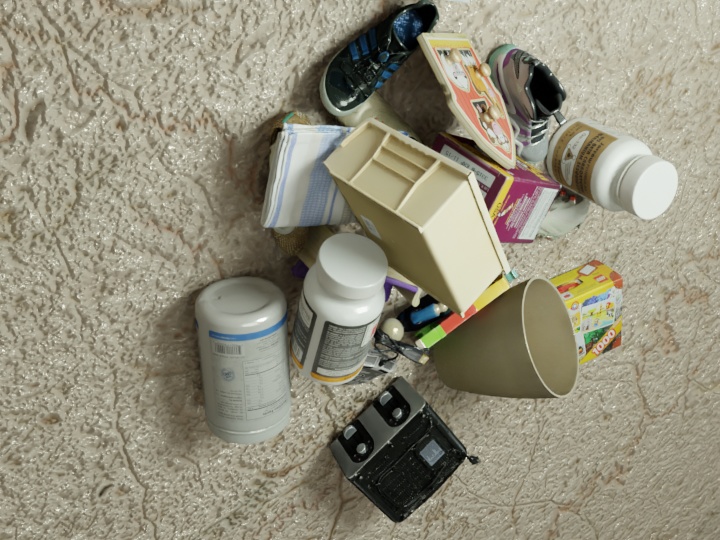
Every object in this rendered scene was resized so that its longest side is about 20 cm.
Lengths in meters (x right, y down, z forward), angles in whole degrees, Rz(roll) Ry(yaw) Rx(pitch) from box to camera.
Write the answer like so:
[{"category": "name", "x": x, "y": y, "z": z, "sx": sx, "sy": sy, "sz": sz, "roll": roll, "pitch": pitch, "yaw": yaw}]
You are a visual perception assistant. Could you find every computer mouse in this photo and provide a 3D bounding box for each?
[{"category": "computer mouse", "x": 0.015, "y": 0.133, "z": 1.307, "sx": 0.108, "sy": 0.199, "sz": 0.045, "roll": 17, "pitch": 63, "yaw": -31}]

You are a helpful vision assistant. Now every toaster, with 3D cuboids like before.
[{"category": "toaster", "x": 0.070, "y": 0.303, "z": 1.431, "sx": 0.181, "sy": 0.119, "sz": 0.201, "roll": -43, "pitch": 126, "yaw": -3}]

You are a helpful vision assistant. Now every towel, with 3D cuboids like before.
[{"category": "towel", "x": -0.033, "y": -0.122, "z": 1.128, "sx": 0.196, "sy": 0.024, "sz": 0.149, "roll": -4, "pitch": 126, "yaw": -33}]

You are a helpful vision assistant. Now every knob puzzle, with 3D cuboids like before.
[{"category": "knob puzzle", "x": 0.164, "y": -0.233, "z": 1.144, "sx": 0.030, "sy": 0.223, "sz": 0.219, "roll": -28, "pitch": 134, "yaw": 29}]

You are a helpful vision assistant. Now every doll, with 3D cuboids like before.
[{"category": "doll", "x": 0.108, "y": 0.058, "z": 1.338, "sx": 0.198, "sy": 0.136, "sz": 0.049, "roll": -33, "pitch": 91, "yaw": -27}]

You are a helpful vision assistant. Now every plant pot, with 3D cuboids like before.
[{"category": "plant pot", "x": 0.221, "y": 0.127, "z": 1.373, "sx": 0.197, "sy": 0.191, "sz": 0.187, "roll": -18, "pitch": 137, "yaw": 35}]

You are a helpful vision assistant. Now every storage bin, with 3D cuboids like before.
[{"category": "storage bin", "x": 0.070, "y": -0.068, "z": 1.088, "sx": 0.094, "sy": 0.198, "sz": 0.201, "roll": -46, "pitch": 141, "yaw": -10}]

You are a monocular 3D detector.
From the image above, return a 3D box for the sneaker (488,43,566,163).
[{"category": "sneaker", "x": 0.263, "y": -0.228, "z": 1.260, "sx": 0.077, "sy": 0.140, "sz": 0.202, "roll": -36, "pitch": 125, "yaw": -8}]

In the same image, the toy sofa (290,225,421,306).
[{"category": "toy sofa", "x": 0.000, "y": 0.000, "z": 1.264, "sx": 0.197, "sy": 0.083, "sz": 0.099, "roll": 18, "pitch": 104, "yaw": -34}]

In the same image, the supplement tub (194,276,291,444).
[{"category": "supplement tub", "x": -0.164, "y": 0.125, "z": 1.205, "sx": 0.129, "sy": 0.132, "sz": 0.204, "roll": -12, "pitch": 120, "yaw": -23}]

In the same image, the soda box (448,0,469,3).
[{"category": "soda box", "x": 0.051, "y": -0.394, "z": 1.104, "sx": 0.196, "sy": 0.068, "sz": 0.065, "roll": -4, "pitch": 116, "yaw": -28}]

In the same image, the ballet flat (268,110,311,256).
[{"category": "ballet flat", "x": -0.105, "y": -0.112, "z": 1.155, "sx": 0.065, "sy": 0.069, "sz": 0.205, "roll": -33, "pitch": 129, "yaw": -59}]

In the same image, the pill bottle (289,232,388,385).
[{"category": "pill bottle", "x": -0.029, "y": 0.054, "z": 1.156, "sx": 0.114, "sy": 0.118, "sz": 0.202, "roll": -9, "pitch": 141, "yaw": -24}]

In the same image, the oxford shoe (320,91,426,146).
[{"category": "oxford shoe", "x": 0.031, "y": -0.200, "z": 1.185, "sx": 0.198, "sy": 0.075, "sz": 0.071, "roll": 27, "pitch": 102, "yaw": -35}]

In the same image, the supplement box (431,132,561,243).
[{"category": "supplement box", "x": 0.185, "y": -0.115, "z": 1.232, "sx": 0.198, "sy": 0.130, "sz": 0.105, "roll": -2, "pitch": 124, "yaw": -56}]

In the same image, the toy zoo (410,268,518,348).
[{"category": "toy zoo", "x": 0.167, "y": 0.060, "z": 1.354, "sx": 0.198, "sy": 0.131, "sz": 0.021, "roll": -37, "pitch": 89, "yaw": 0}]

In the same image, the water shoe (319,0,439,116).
[{"category": "water shoe", "x": 0.023, "y": -0.287, "z": 1.115, "sx": 0.072, "sy": 0.079, "sz": 0.201, "roll": 45, "pitch": 74, "yaw": -12}]

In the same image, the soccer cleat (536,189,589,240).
[{"category": "soccer cleat", "x": 0.299, "y": -0.079, "z": 1.403, "sx": 0.196, "sy": 0.069, "sz": 0.079, "roll": -16, "pitch": 124, "yaw": -25}]

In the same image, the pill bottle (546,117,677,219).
[{"category": "pill bottle", "x": 0.391, "y": -0.157, "z": 1.330, "sx": 0.112, "sy": 0.200, "sz": 0.117, "roll": -12, "pitch": 119, "yaw": -22}]

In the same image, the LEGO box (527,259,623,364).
[{"category": "LEGO box", "x": 0.366, "y": 0.092, "z": 1.517, "sx": 0.196, "sy": 0.077, "sz": 0.152, "roll": -22, "pitch": 123, "yaw": -18}]
